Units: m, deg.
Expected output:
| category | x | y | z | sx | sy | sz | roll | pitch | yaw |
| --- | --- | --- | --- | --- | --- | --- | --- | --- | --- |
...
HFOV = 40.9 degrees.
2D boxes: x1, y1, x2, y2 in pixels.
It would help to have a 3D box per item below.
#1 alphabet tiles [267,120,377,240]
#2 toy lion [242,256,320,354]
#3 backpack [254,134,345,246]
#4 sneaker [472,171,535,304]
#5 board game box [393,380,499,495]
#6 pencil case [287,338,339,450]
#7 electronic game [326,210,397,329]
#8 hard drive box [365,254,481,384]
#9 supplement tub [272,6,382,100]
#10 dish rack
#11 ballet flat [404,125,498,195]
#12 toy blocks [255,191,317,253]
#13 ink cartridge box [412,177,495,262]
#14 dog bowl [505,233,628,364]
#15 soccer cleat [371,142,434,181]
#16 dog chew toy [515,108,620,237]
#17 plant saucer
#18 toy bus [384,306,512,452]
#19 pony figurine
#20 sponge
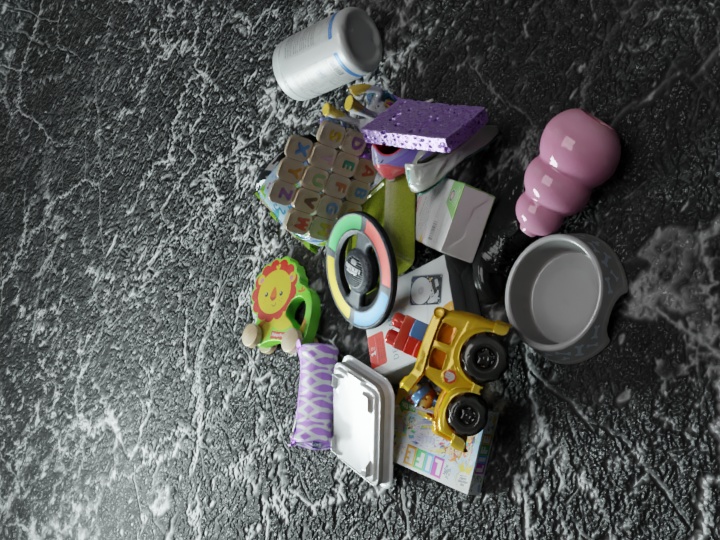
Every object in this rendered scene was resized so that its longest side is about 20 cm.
| category | x | y | z | sx | sy | sz | roll | pitch | yaw |
| --- | --- | --- | --- | --- | --- | --- | --- | --- | --- |
| alphabet tiles | -0.061 | -0.153 | 1.674 | 0.015 | 0.193 | 0.203 | 35 | 106 | 51 |
| toy lion | -0.151 | 0.069 | 1.925 | 0.198 | 0.068 | 0.195 | 3 | 74 | 45 |
| backpack | -0.100 | -0.138 | 1.794 | 0.163 | 0.153 | 0.201 | -42 | 70 | 14 |
| sneaker | 0.239 | -0.051 | 1.555 | 0.103 | 0.059 | 0.204 | -13 | 67 | 47 |
| board game box | 0.130 | 0.273 | 1.599 | 0.198 | 0.034 | 0.137 | 13 | 89 | 46 |
| pencil case | -0.086 | 0.233 | 1.783 | 0.084 | 0.084 | 0.204 | 120 | 156 | -67 |
| electronic game | 0.000 | 0.000 | 1.652 | 0.199 | 0.041 | 0.204 | 16 | 110 | 53 |
| hard drive box | 0.105 | 0.088 | 1.643 | 0.199 | 0.076 | 0.159 | -29 | 60 | 38 |
| supplement tub | -0.065 | -0.426 | 1.912 | 0.198 | 0.131 | 0.135 | -12 | 71 | 42 |
| dish rack | -0.004 | 0.264 | 1.670 | 0.171 | 0.043 | 0.204 | 26 | 119 | 55 |
| ballet flat | 0.151 | -0.203 | 1.602 | 0.199 | 0.070 | 0.069 | -38 | 41 | -21 |
| toy blocks | -0.110 | -0.148 | 1.924 | 0.137 | 0.099 | 0.200 | -51 | 48 | 7 |
| ink cartridge box | 0.140 | -0.096 | 1.636 | 0.119 | 0.066 | 0.200 | -70 | 23 | 6 |
| dog bowl | 0.305 | 0.037 | 1.467 | 0.198 | 0.058 | 0.204 | -13 | 70 | 42 |
| soccer cleat | 0.110 | -0.228 | 1.668 | 0.198 | 0.077 | 0.067 | -29 | 46 | -3 |
| dog chew toy | 0.306 | -0.141 | 1.467 | 0.125 | 0.123 | 0.202 | 48 | 115 | 41 |
| plant saucer | 0.027 | -0.068 | 1.721 | 0.199 | 0.047 | 0.204 | -38 | 43 | 52 |
| toy bus | 0.121 | 0.150 | 1.467 | 0.189 | 0.136 | 0.203 | 20 | 89 | 7 |
| pony figurine | 0.021 | -0.258 | 1.759 | 0.193 | 0.197 | 0.169 | -49 | 50 | 43 |
| sponge | 0.104 | -0.241 | 1.599 | 0.198 | 0.111 | 0.030 | 15 | 135 | 45 |
